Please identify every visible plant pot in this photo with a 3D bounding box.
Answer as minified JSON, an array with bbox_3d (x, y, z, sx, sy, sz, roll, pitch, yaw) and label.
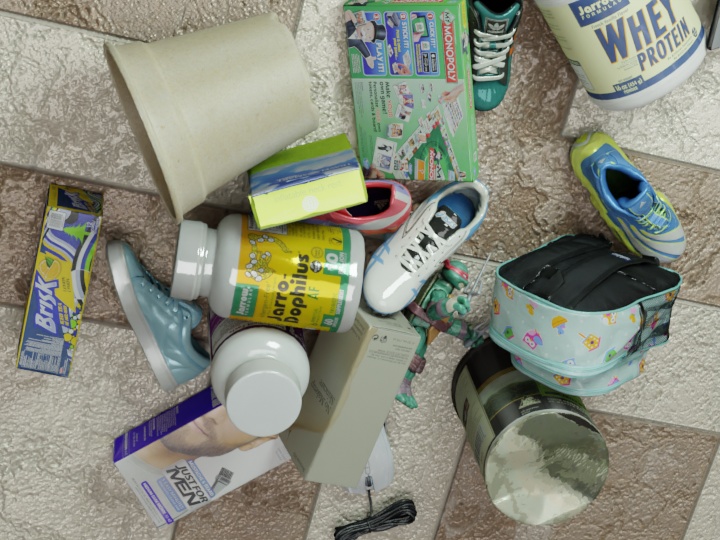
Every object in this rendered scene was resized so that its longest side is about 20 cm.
[{"bbox_3d":[-0.149,-0.178,1.612,0.182,0.201,0.202,-24,115,-9],"label":"plant pot"}]

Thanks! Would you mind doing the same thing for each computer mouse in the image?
[{"bbox_3d":[0.005,0.244,1.884,0.108,0.044,0.202,-12,115,-2],"label":"computer mouse"}]

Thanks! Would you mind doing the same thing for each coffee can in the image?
[{"bbox_3d":[0.195,0.182,1.799,0.144,0.200,0.148,-3,114,-7],"label":"coffee can"}]

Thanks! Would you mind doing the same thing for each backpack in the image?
[{"bbox_3d":[0.240,0.051,1.731,0.199,0.175,0.155,-10,120,-49],"label":"backpack"}]

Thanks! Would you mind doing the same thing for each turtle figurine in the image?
[{"bbox_3d":[0.093,0.063,1.791,0.201,0.100,0.150,-58,154,1],"label":"turtle figurine"}]

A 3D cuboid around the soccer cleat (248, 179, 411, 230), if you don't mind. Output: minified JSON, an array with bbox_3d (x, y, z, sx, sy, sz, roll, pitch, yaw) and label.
[{"bbox_3d":[-0.040,-0.067,1.703,0.197,0.076,0.068,-7,77,12],"label":"soccer cleat"}]

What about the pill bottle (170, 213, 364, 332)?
[{"bbox_3d":[-0.101,0.000,1.652,0.197,0.113,0.114,8,112,-9],"label":"pill bottle"}]

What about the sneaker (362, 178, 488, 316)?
[{"bbox_3d":[0.072,-0.032,1.713,0.072,0.073,0.200,40,65,5],"label":"sneaker"}]

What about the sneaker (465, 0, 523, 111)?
[{"bbox_3d":[0.136,-0.263,1.662,0.070,0.080,0.203,-5,114,-6],"label":"sneaker"}]

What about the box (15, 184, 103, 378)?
[{"bbox_3d":[-0.337,0.012,1.718,0.063,0.070,0.202,11,111,-14],"label":"box"}]

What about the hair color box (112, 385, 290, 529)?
[{"bbox_3d":[-0.184,0.210,1.831,0.198,0.065,0.110,-29,114,3],"label":"hair color box"}]

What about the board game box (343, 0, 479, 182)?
[{"bbox_3d":[0.057,-0.196,1.678,0.133,0.029,0.202,3,116,19],"label":"board game box"}]

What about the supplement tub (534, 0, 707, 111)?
[{"bbox_3d":[0.268,-0.289,1.635,0.144,0.145,0.201,-32,114,6],"label":"supplement tub"}]

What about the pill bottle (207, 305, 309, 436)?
[{"bbox_3d":[-0.114,0.096,1.713,0.111,0.201,0.114,-3,119,-6],"label":"pill bottle"}]

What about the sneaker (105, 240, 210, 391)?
[{"bbox_3d":[-0.227,0.040,1.752,0.081,0.074,0.202,-24,123,-6],"label":"sneaker"}]

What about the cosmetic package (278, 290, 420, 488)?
[{"bbox_3d":[-0.015,0.133,1.745,0.072,0.104,0.202,14,109,-29],"label":"cosmetic package"}]

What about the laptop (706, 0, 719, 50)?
[{"bbox_3d":[0.470,-0.326,1.662,0.115,0.200,0.190,17,108,20],"label":"laptop"}]

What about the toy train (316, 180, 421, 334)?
[{"bbox_3d":[0.000,0.000,1.771,0.148,0.056,0.203,-1,113,-7],"label":"toy train"}]

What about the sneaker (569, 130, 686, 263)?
[{"bbox_3d":[0.314,-0.067,1.760,0.076,0.105,0.200,-42,112,11],"label":"sneaker"}]

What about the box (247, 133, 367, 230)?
[{"bbox_3d":[-0.060,-0.095,1.639,0.120,0.200,0.048,-15,106,-1],"label":"box"}]
